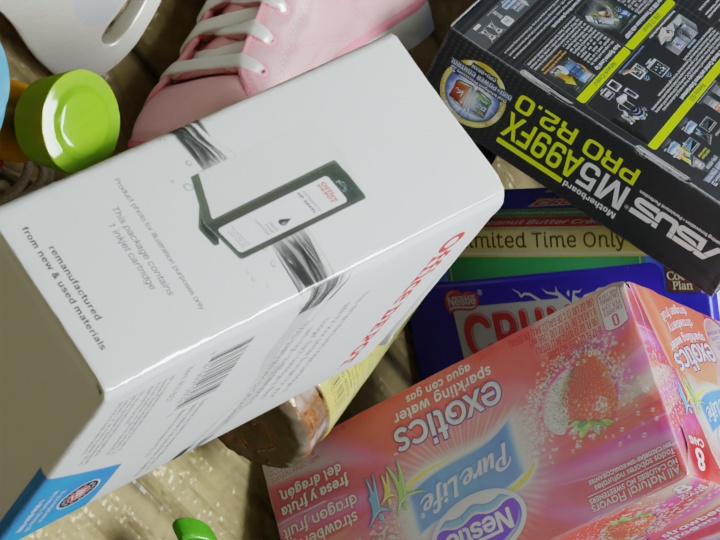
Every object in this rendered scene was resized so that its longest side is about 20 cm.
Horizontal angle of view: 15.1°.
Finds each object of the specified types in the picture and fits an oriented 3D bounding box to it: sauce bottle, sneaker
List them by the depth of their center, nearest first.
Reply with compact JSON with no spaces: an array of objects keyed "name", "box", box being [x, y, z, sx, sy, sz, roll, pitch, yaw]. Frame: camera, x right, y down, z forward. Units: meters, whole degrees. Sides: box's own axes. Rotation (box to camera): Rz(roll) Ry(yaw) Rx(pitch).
[{"name":"sneaker","box":[-0.044,-0.115,1.159,0.200,0.075,0.105,-40,120,-47]},{"name":"sauce bottle","box":[0.000,0.000,1.213,0.200,0.066,0.066,-51,129,-37]}]

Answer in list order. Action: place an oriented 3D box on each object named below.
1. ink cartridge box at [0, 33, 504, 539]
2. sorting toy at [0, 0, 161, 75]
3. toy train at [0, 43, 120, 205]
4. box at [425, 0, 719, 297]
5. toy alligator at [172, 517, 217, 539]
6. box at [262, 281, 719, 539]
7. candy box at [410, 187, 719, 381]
[{"name":"ink cartridge box","box":[-0.063,0.008,1.039,0.199,0.146,0.085,-27,76,-36]},{"name":"sorting toy","box":[-0.105,-0.173,1.080,0.201,0.106,0.180,-61,154,-30]},{"name":"toy train","box":[-0.134,-0.054,1.010,0.200,0.115,0.085,16,80,-51]},{"name":"box","box":[0.135,-0.088,1.239,0.200,0.160,0.044,-47,168,-53]},{"name":"toy alligator","box":[-0.045,0.181,1.190,0.054,0.059,0.200,-33,129,2]},{"name":"box","box":[0.070,0.095,1.192,0.102,0.199,0.095,22,46,-54]},{"name":"candy box","box":[0.118,0.064,1.296,0.077,0.168,0.201,-25,110,-52]}]
